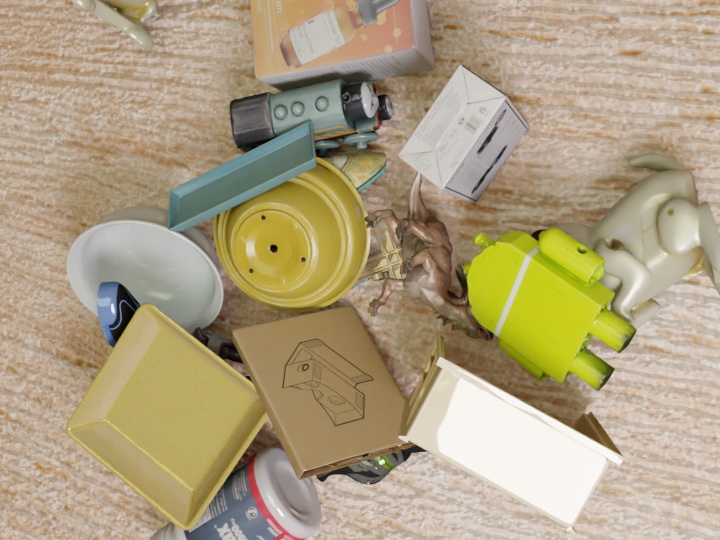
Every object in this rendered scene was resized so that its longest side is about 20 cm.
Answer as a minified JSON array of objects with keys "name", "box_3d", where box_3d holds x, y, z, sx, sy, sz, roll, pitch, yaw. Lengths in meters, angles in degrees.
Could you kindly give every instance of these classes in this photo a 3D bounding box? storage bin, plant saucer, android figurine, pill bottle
[{"name":"storage bin","box_3d":[0.151,0.161,0.952,0.199,0.199,0.094,28,97,2]},{"name":"plant saucer","box_3d":[-0.221,0.170,1.066,0.200,0.048,0.201,36,102,8]},{"name":"android figurine","box_3d":[0.191,0.036,0.950,0.200,0.041,0.183,37,138,25]},{"name":"pill bottle","box_3d":[-0.159,0.317,1.107,0.199,0.119,0.120,-35,80,15]},{"name":"plant saucer","box_3d":[-0.137,-0.105,1.037,0.199,0.019,0.070,-23,45,15]}]

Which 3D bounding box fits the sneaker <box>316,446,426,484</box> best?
[{"name":"sneaker","box_3d":[0.027,0.214,1.086,0.198,0.071,0.083,-12,109,14]}]

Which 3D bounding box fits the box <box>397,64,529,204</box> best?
[{"name":"box","box_3d":[0.119,-0.142,0.984,0.060,0.200,0.117,37,101,14]}]

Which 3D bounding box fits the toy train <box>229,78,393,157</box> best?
[{"name":"toy train","box_3d":[-0.063,-0.184,1.085,0.198,0.114,0.086,-7,88,17]}]

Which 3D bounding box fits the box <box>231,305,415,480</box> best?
[{"name":"box","box_3d":[-0.039,0.133,1.029,0.201,0.162,0.021,59,143,33]}]

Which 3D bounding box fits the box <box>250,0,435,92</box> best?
[{"name":"box","box_3d":[-0.023,-0.311,1.079,0.198,0.106,0.154,-7,87,17]}]

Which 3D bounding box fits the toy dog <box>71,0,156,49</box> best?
[{"name":"toy dog","box_3d":[-0.277,-0.419,1.152,0.200,0.139,0.194,-47,41,13]}]

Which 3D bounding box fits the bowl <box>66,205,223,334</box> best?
[{"name":"bowl","box_3d":[-0.263,-0.013,1.138,0.199,0.091,0.202,4,133,4]}]

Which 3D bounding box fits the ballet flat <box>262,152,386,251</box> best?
[{"name":"ballet flat","box_3d":[-0.061,-0.099,1.104,0.199,0.071,0.071,-34,80,17]}]

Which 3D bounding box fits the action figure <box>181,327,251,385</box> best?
[{"name":"action figure","box_3d":[-0.120,0.127,1.118,0.198,0.069,0.131,12,94,1]}]

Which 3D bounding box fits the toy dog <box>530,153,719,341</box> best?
[{"name":"toy dog","box_3d":[0.278,-0.023,0.967,0.199,0.139,0.195,-20,75,17]}]

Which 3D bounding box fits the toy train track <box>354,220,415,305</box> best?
[{"name":"toy train track","box_3d":[0.000,0.000,1.106,0.199,0.033,0.115,-22,83,17]}]

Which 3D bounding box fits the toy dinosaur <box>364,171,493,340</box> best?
[{"name":"toy dinosaur","box_3d":[0.082,-0.013,1.038,0.086,0.135,0.202,-18,74,53]}]

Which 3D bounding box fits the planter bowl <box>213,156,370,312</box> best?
[{"name":"planter bowl","box_3d":[-0.092,-0.034,1.054,0.199,0.083,0.202,3,107,10]}]

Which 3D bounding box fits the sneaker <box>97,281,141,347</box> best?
[{"name":"sneaker","box_3d":[-0.264,0.086,1.128,0.077,0.201,0.070,-9,44,6]}]
